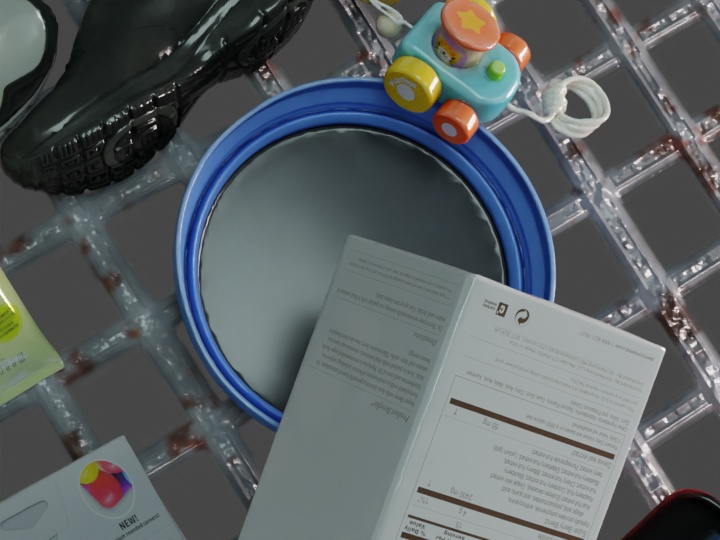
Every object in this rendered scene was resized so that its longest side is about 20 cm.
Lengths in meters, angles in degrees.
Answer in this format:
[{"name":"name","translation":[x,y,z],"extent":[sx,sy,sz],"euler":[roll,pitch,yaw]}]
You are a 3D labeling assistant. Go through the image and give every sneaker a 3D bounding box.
[{"name":"sneaker","translation":[-0.236,-0.085,1.073],"extent":[0.200,0.080,0.074],"euler":[-31,83,-20]},{"name":"sneaker","translation":[-0.115,-0.116,1.120],"extent":[0.091,0.076,0.200],"euler":[44,64,11]}]

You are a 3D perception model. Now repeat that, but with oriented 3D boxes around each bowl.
[{"name":"bowl","translation":[0.000,0.000,1.125],"extent":[0.200,0.039,0.201],"euler":[3,75,-12]}]

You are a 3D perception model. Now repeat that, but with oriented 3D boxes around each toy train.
[{"name":"toy train","translation":[0.063,-0.165,1.150],"extent":[0.150,0.056,0.200],"euler":[-9,66,-21]}]

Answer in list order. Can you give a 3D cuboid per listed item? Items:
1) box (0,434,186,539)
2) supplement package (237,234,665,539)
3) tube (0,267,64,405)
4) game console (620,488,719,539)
[{"name":"box","translation":[-0.120,0.196,1.013],"extent":[0.156,0.041,0.200],"euler":[-29,84,-46]},{"name":"supplement package","translation":[0.034,0.102,1.022],"extent":[0.120,0.121,0.200],"euler":[21,90,-30]},{"name":"tube","translation":[-0.212,-0.014,1.039],"extent":[0.058,0.052,0.200],"euler":[-11,119,18]},{"name":"game console","translation":[0.174,0.237,1.063],"extent":[0.200,0.119,0.172],"euler":[38,71,-1]}]
